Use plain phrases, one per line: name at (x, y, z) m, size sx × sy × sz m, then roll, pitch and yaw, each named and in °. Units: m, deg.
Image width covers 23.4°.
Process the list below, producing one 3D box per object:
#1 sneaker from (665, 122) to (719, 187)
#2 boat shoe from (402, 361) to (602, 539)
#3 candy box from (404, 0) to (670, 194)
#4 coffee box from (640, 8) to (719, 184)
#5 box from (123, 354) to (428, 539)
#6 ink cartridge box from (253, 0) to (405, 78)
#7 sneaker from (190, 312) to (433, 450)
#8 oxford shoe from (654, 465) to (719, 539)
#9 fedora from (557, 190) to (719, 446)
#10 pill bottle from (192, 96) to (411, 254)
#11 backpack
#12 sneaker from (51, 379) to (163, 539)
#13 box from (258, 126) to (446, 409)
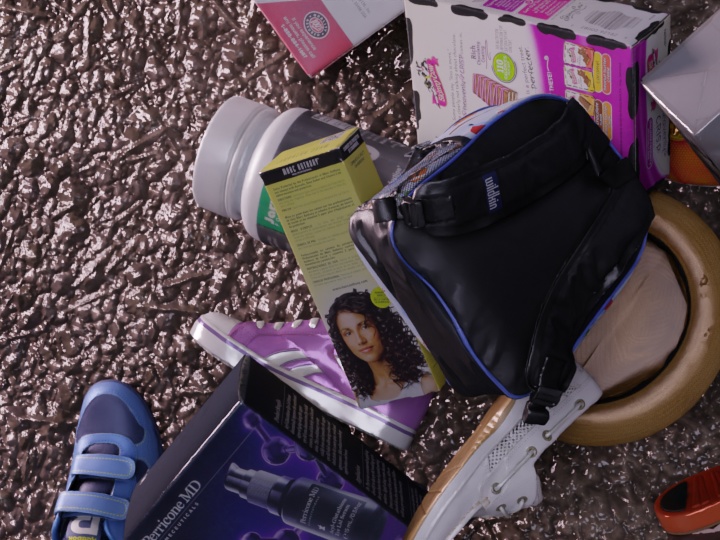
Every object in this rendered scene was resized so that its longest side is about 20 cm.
sneaker at (0.214, -0.123, 1.339) m, size 0.199 × 0.077 × 0.073 m, roll 28°, pitch 91°, yaw 12°
boat shoe at (0.103, 0.147, 1.252) m, size 0.069 × 0.071 × 0.200 m, roll 39°, pitch 84°, yaw -2°
candy box at (0.133, -0.140, 1.304) m, size 0.199 × 0.061 × 0.137 m, roll 19°, pitch 131°, yaw 32°
coffee box at (0.303, -0.099, 1.249) m, size 0.113 × 0.200 × 0.080 m, roll -41°, pitch 43°, yaw 6°
box at (-0.058, 0.189, 1.325) m, size 0.200 × 0.104 × 0.148 m, roll 37°, pitch 103°, yaw -12°
ink cartridge box at (-0.002, -0.273, 1.372) m, size 0.199 × 0.083 × 0.147 m, roll -34°, pitch 108°, yaw 8°
sneaker at (-0.030, 0.053, 1.392) m, size 0.199 × 0.073 × 0.115 m, roll 24°, pitch 88°, yaw 3°
oxford shoe at (0.325, 0.173, 1.305) m, size 0.199 × 0.071 × 0.073 m, roll -20°, pitch 107°, yaw 11°
fedora at (0.191, 0.036, 1.329) m, size 0.199 × 0.082 × 0.202 m, roll -1°, pitch 84°, yaw 12°
pill bottle at (-0.024, -0.062, 1.373) m, size 0.199 × 0.113 × 0.114 m, roll 20°, pitch 91°, yaw 14°
backpack at (0.103, -0.024, 1.222) m, size 0.190 × 0.154 × 0.201 m, roll -41°, pitch 110°, yaw -18°
sneaker at (-0.209, 0.189, 1.415) m, size 0.073 × 0.082 × 0.202 m, roll 0°, pitch 84°, yaw 15°
box at (0.000, 0.000, 1.294) m, size 0.075 × 0.050 × 0.201 m, roll -17°, pitch 105°, yaw 28°
